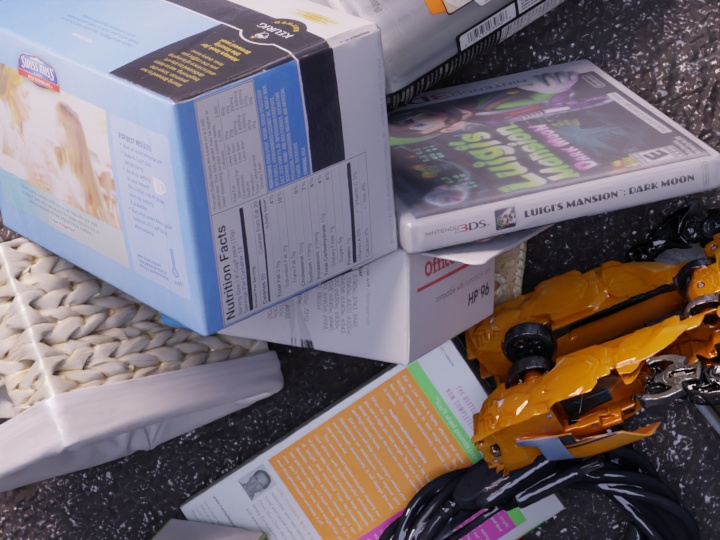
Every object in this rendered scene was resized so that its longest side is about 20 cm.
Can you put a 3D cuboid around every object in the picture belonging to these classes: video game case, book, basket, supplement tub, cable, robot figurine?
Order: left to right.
[{"bbox_3d":[-0.166,0.048,1.274,0.135,0.200,0.124,-25,83,35],"label":"basket"},{"bbox_3d":[0.008,0.145,1.345,0.200,0.048,0.134,-33,91,7],"label":"book"},{"bbox_3d":[0.059,-0.191,1.280,0.200,0.123,0.123,-34,87,-12],"label":"supplement tub"},{"bbox_3d":[0.082,-0.069,1.235,0.181,0.200,0.023,-13,114,-12],"label":"video game case"},{"bbox_3d":[0.102,0.183,1.314,0.200,0.051,0.163,-36,112,5],"label":"cable"},{"bbox_3d":[0.157,0.040,1.245,0.199,0.145,0.058,-20,132,18],"label":"robot figurine"}]

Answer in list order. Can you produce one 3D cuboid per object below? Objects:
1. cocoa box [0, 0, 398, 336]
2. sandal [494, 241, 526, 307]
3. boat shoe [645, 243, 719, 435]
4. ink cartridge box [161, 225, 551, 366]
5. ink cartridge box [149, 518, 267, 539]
[{"bbox_3d":[-0.095,-0.073,1.145,0.131,0.200,0.134,-25,123,-32],"label":"cocoa box"},{"bbox_3d":[0.090,-0.007,1.315,0.211,0.078,0.070,-36,81,1],"label":"sandal"},{"bbox_3d":[0.223,0.061,1.285,0.074,0.065,0.202,-43,69,29],"label":"boat shoe"},{"bbox_3d":[0.000,0.000,1.227,0.199,0.116,0.068,8,108,27],"label":"ink cartridge box"},{"bbox_3d":[-0.105,0.264,1.305,0.067,0.117,0.201,7,105,12],"label":"ink cartridge box"}]
